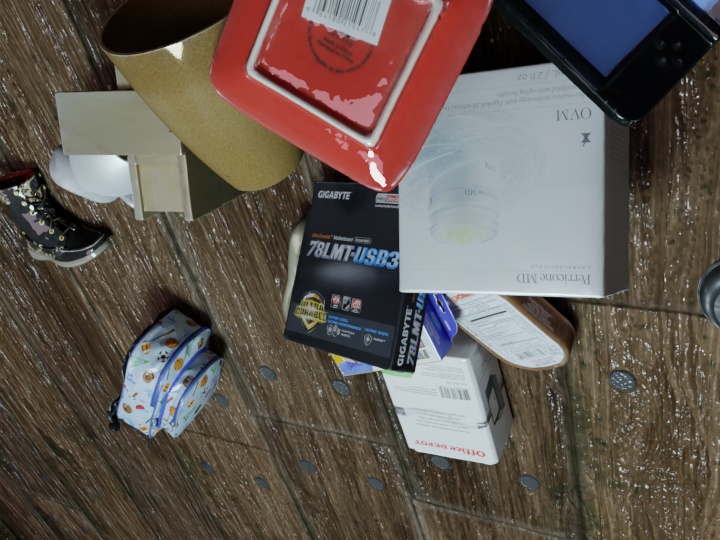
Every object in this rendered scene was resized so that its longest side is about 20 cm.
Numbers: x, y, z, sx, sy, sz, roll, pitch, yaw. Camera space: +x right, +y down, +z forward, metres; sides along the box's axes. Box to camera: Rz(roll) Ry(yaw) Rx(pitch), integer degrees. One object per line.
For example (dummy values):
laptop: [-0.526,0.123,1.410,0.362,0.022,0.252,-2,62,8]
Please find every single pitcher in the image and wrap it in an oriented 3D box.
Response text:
pitcher: [-0.331,-0.147,1.068,0.170,0.123,0.199,30,154,-28]

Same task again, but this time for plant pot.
plant pot: [-0.136,-0.190,0.784,0.183,0.188,0.202,5,140,29]

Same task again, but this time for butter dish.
butter dish: [-0.001,-0.208,0.670,0.198,0.148,0.202,30,113,4]

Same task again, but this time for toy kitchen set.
toy kitchen set: [-0.249,-0.182,0.942,0.160,0.180,0.205,3,108,17]

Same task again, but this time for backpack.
backpack: [-0.326,0.172,1.299,0.151,0.201,0.193,20,130,9]

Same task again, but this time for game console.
game console: [0.206,-0.250,0.580,0.200,0.176,0.117,46,167,7]

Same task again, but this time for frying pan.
frying pan: [0.440,0.060,0.803,0.190,0.031,0.115,44,139,-5]

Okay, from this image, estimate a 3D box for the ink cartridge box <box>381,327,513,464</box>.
ink cartridge box: [0.119,0.163,1.063,0.143,0.084,0.203,3,129,31]

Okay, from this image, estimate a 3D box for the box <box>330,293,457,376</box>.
box: [0.026,0.065,0.957,0.198,0.041,0.120,-15,110,45]

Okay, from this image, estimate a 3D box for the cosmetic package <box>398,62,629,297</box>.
cosmetic package: [0.145,-0.080,0.723,0.196,0.122,0.205,0,94,30]

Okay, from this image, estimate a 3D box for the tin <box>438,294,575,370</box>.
tin: [0.179,0.059,0.930,0.199,0.042,0.111,38,142,-24]

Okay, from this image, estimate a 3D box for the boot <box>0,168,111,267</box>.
boot: [-0.517,-0.088,1.266,0.197,0.073,0.153,7,132,35]

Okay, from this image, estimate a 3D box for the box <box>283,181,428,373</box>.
box: [0.000,0.000,0.890,0.049,0.203,0.198,10,180,-42]

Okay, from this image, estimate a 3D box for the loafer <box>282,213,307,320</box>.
loafer: [-0.064,0.017,1.057,0.066,0.076,0.203,24,138,21]

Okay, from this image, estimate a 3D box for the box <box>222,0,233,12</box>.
box: [-0.176,-0.321,0.840,0.158,0.049,0.203,13,134,18]
